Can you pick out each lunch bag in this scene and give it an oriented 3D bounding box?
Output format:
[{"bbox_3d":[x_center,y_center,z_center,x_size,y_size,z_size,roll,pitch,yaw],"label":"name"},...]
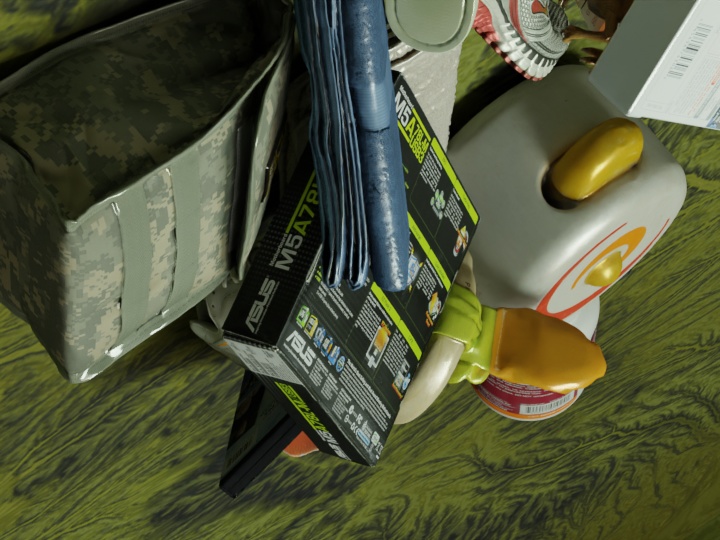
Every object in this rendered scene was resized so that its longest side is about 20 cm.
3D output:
[{"bbox_3d":[-0.113,-0.058,1.234,0.200,0.118,0.164,-35,157,-27],"label":"lunch bag"}]

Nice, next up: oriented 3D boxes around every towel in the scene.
[{"bbox_3d":[0.007,-0.094,1.458,0.132,0.035,0.200,-31,159,-14],"label":"towel"},{"bbox_3d":[-0.006,-0.095,1.229,0.048,0.201,0.112,-5,-160,5],"label":"towel"}]

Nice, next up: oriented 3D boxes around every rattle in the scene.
[{"bbox_3d":[0.052,0.082,1.565,0.142,0.131,0.200,12,129,-33],"label":"rattle"}]

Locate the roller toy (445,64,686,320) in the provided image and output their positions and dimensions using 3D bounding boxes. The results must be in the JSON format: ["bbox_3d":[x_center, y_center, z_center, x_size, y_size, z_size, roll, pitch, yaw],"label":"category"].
[{"bbox_3d":[0.142,-0.047,1.611,0.200,0.140,0.182,-47,163,22],"label":"roller toy"}]

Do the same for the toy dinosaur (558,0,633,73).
[{"bbox_3d":[0.186,-0.153,1.316,0.199,0.061,0.107,4,131,-23],"label":"toy dinosaur"}]

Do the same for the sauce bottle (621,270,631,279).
[{"bbox_3d":[0.217,-0.046,1.857,0.065,0.065,0.200,-34,159,-8],"label":"sauce bottle"}]

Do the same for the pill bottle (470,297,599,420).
[{"bbox_3d":[0.145,0.044,1.864,0.113,0.113,0.200,-32,159,-12],"label":"pill bottle"}]

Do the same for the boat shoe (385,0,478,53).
[{"bbox_3d":[0.059,-0.221,1.211,0.066,0.074,0.200,-58,158,-56],"label":"boat shoe"}]

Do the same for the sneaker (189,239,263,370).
[{"bbox_3d":[-0.064,0.008,1.482,0.200,0.092,0.076,119,-6,-51],"label":"sneaker"}]

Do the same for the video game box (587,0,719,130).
[{"bbox_3d":[0.245,-0.173,1.275,0.182,0.047,0.200,7,122,-46],"label":"video game box"}]

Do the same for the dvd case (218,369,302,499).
[{"bbox_3d":[-0.041,0.065,1.581,0.143,0.018,0.200,-45,-165,21],"label":"dvd case"}]

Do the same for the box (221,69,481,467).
[{"bbox_3d":[0.000,0.000,1.385,0.194,0.047,0.200,-68,154,-18],"label":"box"}]

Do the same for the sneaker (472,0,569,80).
[{"bbox_3d":[0.098,-0.179,1.363,0.082,0.078,0.200,-41,159,8],"label":"sneaker"}]

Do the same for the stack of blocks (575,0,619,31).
[{"bbox_3d":[0.246,-0.189,1.388,0.199,0.059,0.115,9,130,-27],"label":"stack of blocks"}]
